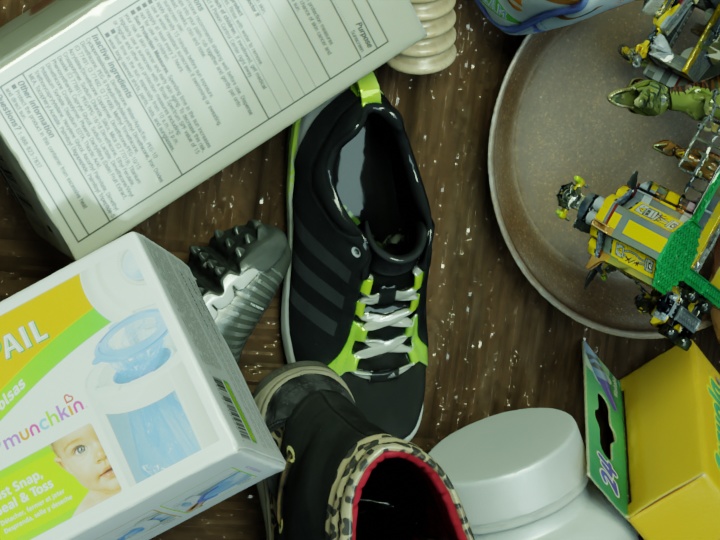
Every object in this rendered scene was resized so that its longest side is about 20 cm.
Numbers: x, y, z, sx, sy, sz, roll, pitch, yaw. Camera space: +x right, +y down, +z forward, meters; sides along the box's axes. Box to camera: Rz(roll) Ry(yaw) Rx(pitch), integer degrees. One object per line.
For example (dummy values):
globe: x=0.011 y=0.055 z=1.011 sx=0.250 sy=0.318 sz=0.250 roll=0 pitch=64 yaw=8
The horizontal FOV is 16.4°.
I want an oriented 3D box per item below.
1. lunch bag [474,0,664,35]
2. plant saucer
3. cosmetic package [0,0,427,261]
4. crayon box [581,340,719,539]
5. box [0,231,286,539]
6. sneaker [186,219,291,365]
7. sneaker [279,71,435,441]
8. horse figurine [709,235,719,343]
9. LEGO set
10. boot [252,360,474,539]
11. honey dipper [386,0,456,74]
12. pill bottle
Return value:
lunch bag: x=0.086 y=-0.208 z=1.163 sx=0.075 sy=0.160 sz=0.201 roll=-21 pitch=94 yaw=-17
plant saucer: x=0.151 y=-0.066 z=1.296 sx=0.199 sy=0.037 sz=0.202 roll=-4 pitch=101 yaw=-21
cosmetic package: x=-0.084 y=-0.103 z=1.168 sx=0.199 sy=0.087 sz=0.104 roll=-32 pitch=108 yaw=-12
crayon box: x=0.193 y=0.126 z=1.297 sx=0.051 sy=0.126 sz=0.200 roll=-33 pitch=114 yaw=21
box: x=-0.152 y=0.082 z=1.121 sx=0.199 sy=0.101 sz=0.113 roll=-29 pitch=77 yaw=5
sneaker: x=-0.090 y=0.068 z=1.215 sx=0.090 sy=0.066 sz=0.200 roll=40 pitch=88 yaw=-26
sneaker: x=0.000 y=0.000 z=1.224 sx=0.071 sy=0.083 sz=0.201 roll=-13 pitch=105 yaw=-18
horse figurine: x=0.236 y=0.027 z=1.304 sx=0.132 sy=0.050 sz=0.200 roll=-43 pitch=117 yaw=-14
LEGO set: x=0.151 y=-0.076 z=1.201 sx=0.154 sy=0.116 sz=0.201 roll=14 pitch=103 yaw=-60
boot: x=0.007 y=0.151 z=1.178 sx=0.073 sy=0.150 sz=0.201 roll=-12 pitch=102 yaw=-17
honey dipper: x=0.028 y=-0.188 z=1.184 sx=0.038 sy=0.038 sz=0.201 roll=-14 pitch=127 yaw=-18
pill bottle: x=0.099 y=0.177 z=1.282 sx=0.112 sy=0.112 sz=0.201 roll=-24 pitch=109 yaw=-15
